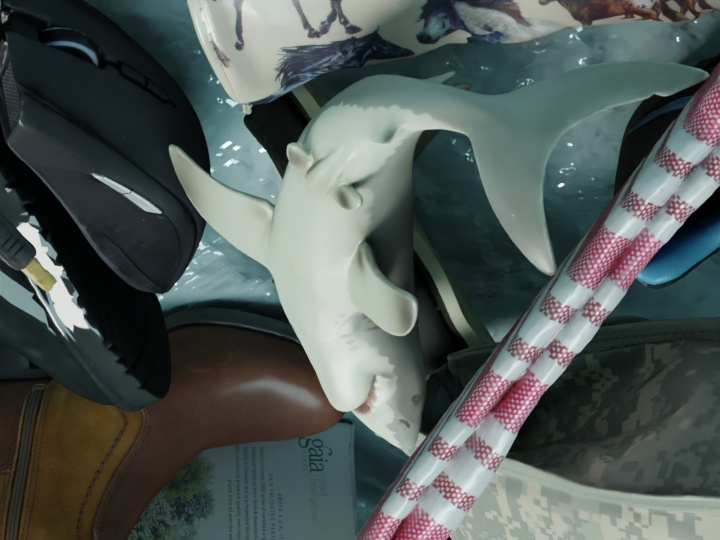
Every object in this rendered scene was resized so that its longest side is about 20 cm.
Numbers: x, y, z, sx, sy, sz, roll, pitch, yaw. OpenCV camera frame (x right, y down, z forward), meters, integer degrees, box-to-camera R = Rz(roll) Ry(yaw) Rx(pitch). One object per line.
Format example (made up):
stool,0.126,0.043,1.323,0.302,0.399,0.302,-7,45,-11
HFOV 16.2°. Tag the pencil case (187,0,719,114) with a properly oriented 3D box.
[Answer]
pencil case,0.044,-0.106,0.823,0.200,0.078,0.089,-8,151,6

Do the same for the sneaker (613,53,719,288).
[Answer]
sneaker,0.160,-0.064,0.864,0.073,0.082,0.200,38,127,-6

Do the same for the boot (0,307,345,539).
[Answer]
boot,-0.092,0.108,0.968,0.188,0.200,0.069,3,139,-8

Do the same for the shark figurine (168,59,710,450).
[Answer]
shark figurine,0.019,-0.038,0.816,0.128,0.089,0.215,48,150,7

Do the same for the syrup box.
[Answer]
syrup box,-0.102,0.112,1.066,0.200,0.079,0.082,4,139,-9

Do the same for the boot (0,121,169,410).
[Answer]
boot,-0.182,-0.002,0.921,0.162,0.073,0.198,-22,130,16

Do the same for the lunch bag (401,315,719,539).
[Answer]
lunch bag,0.119,0.106,0.918,0.200,0.118,0.164,3,127,40

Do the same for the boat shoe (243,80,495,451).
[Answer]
boat shoe,0.001,0.002,0.943,0.063,0.074,0.201,-30,140,2

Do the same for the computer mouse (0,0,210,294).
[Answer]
computer mouse,-0.091,-0.042,0.840,0.046,0.141,0.200,-19,137,14

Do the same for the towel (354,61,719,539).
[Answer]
towel,0.068,0.015,0.783,0.030,0.146,0.200,38,103,3
